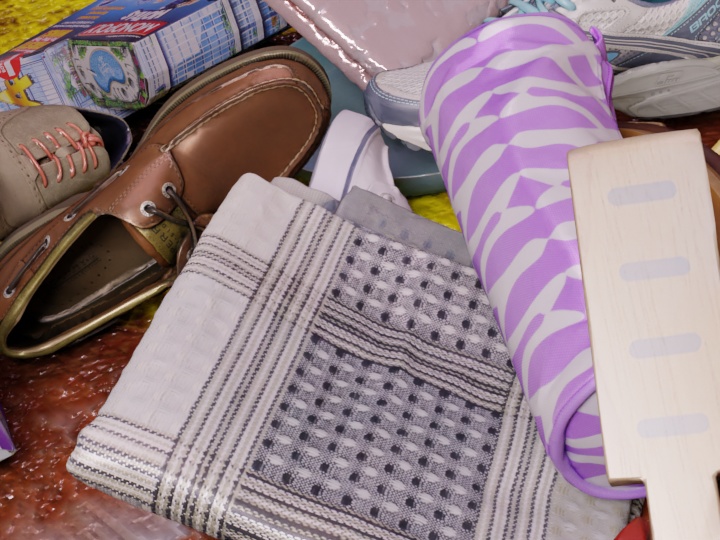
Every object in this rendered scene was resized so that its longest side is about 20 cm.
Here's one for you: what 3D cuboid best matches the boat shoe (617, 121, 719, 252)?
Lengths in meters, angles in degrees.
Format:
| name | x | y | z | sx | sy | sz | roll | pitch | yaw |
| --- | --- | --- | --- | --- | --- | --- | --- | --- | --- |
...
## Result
| name | x | y | z | sx | sy | sz | roll | pitch | yaw |
| --- | --- | --- | --- | --- | --- | --- | --- | --- | --- |
| boat shoe | 0.119 | -0.033 | 0.688 | 0.070 | 0.071 | 0.200 | -5 | 16 | -25 |

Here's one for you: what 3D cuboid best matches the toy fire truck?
| name | x | y | z | sx | sy | sz | roll | pitch | yaw |
| --- | --- | --- | --- | --- | --- | --- | --- | --- | --- |
| toy fire truck | 0.128 | 0.068 | 0.402 | 0.176 | 0.200 | 0.129 | -18 | 31 | -6 |

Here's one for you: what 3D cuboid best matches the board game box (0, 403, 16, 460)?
| name | x | y | z | sx | sy | sz | roll | pitch | yaw |
| --- | --- | --- | --- | --- | --- | --- | --- | --- | --- |
| board game box | -0.239 | 0.019 | 0.729 | 0.103 | 0.105 | 0.200 | -27 | 32 | -8 |

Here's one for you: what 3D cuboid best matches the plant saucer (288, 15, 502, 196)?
| name | x | y | z | sx | sy | sz | roll | pitch | yaw |
| --- | --- | --- | --- | --- | --- | --- | --- | --- | --- |
| plant saucer | 0.035 | -0.095 | 0.876 | 0.199 | 0.027 | 0.200 | -7 | 35 | 5 |

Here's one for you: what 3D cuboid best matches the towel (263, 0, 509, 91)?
| name | x | y | z | sx | sy | sz | roll | pitch | yaw |
| --- | --- | --- | --- | --- | --- | --- | --- | --- | --- |
| towel | 0.004 | -0.200 | 0.901 | 0.191 | 0.032 | 0.200 | 41 | 52 | 5 |

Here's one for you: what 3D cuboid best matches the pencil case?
| name | x | y | z | sx | sy | sz | roll | pitch | yaw |
| --- | --- | --- | --- | --- | --- | --- | --- | --- | --- |
| pencil case | 0.082 | -0.012 | 0.585 | 0.085 | 0.084 | 0.200 | -26 | 47 | 7 |

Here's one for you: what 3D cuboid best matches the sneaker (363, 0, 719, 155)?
| name | x | y | z | sx | sy | sz | roll | pitch | yaw |
| --- | --- | --- | --- | --- | --- | --- | --- | --- | --- |
| sneaker | 0.095 | -0.118 | 0.792 | 0.199 | 0.087 | 0.078 | -14 | 36 | -5 |

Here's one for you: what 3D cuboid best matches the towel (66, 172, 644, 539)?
| name | x | y | z | sx | sy | sz | roll | pitch | yaw |
| --- | --- | --- | --- | --- | --- | --- | --- | --- | --- |
| towel | 0.019 | 0.040 | 0.585 | 0.192 | 0.035 | 0.200 | 21 | 37 | 5 |

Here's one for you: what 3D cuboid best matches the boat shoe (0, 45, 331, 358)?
| name | x | y | z | sx | sy | sz | roll | pitch | yaw |
| --- | --- | --- | --- | --- | --- | --- | --- | --- | --- |
| boat shoe | -0.091 | -0.024 | 0.747 | 0.200 | 0.072 | 0.068 | -39 | 25 | 14 |

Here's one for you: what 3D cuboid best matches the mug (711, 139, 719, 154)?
| name | x | y | z | sx | sy | sz | roll | pitch | yaw |
| --- | --- | --- | --- | --- | --- | --- | --- | --- | --- |
| mug | 0.231 | -0.098 | 0.703 | 0.186 | 0.150 | 0.153 | -14 | 21 | -13 |

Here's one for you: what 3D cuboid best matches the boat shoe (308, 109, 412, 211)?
| name | x | y | z | sx | sy | sz | roll | pitch | yaw |
| --- | --- | --- | --- | --- | --- | --- | --- | --- | --- |
| boat shoe | 0.000 | 0.000 | 0.715 | 0.065 | 0.074 | 0.200 | 15 | 41 | -3 |

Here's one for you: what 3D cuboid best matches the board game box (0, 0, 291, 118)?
| name | x | y | z | sx | sy | sz | roll | pitch | yaw |
| --- | --- | --- | --- | --- | --- | --- | --- | --- | --- |
| board game box | -0.126 | -0.135 | 0.964 | 0.200 | 0.062 | 0.200 | -33 | 23 | -23 |

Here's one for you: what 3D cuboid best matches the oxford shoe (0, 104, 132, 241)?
| name | x | y | z | sx | sy | sz | roll | pitch | yaw |
| --- | --- | --- | --- | --- | --- | --- | --- | --- | --- |
| oxford shoe | -0.173 | -0.058 | 0.817 | 0.075 | 0.071 | 0.200 | -22 | 11 | 11 |
